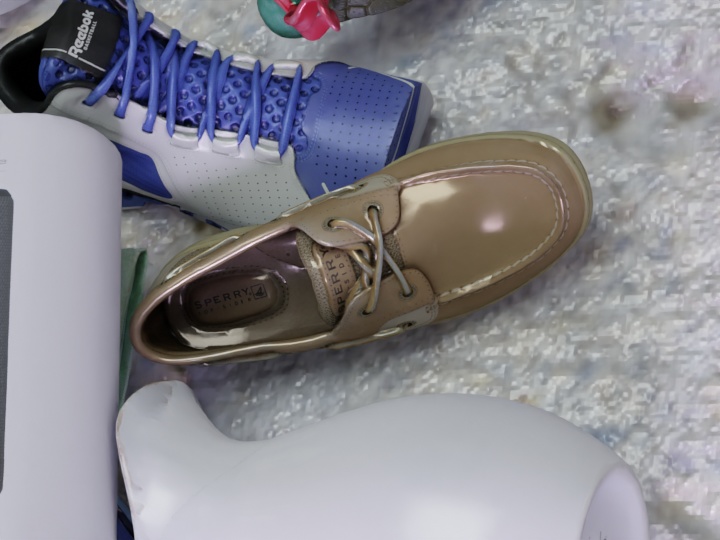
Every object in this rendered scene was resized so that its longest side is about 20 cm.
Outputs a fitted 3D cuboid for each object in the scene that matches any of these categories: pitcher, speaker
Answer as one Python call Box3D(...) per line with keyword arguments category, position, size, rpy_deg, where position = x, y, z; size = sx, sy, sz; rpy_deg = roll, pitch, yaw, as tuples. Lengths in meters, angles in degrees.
Box3D(category="pitcher", position=(0.003, 0.131, 1.136), size=(0.199, 0.121, 0.172), rpy_deg=(2, 88, 26))
Box3D(category="speaker", position=(-0.135, 0.039, 1.184), size=(0.081, 0.081, 0.201), rpy_deg=(-12, 59, 18))

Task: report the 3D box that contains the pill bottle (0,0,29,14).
Box3D(category="pill bottle", position=(-0.220, -0.217, 1.403), size=(0.114, 0.114, 0.200), rpy_deg=(-44, 56, -2))

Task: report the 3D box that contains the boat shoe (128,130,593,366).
Box3D(category="boat shoe", position=(0.000, 0.000, 1.212), size=(0.200, 0.065, 0.071), rpy_deg=(-21, 97, 21))

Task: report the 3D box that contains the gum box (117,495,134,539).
Box3D(category="gum box", position=(-0.194, 0.142, 1.252), size=(0.200, 0.045, 0.170), rpy_deg=(-42, 55, 0))

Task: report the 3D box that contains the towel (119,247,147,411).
Box3D(category="towel", position=(-0.194, 0.062, 1.253), size=(0.199, 0.023, 0.153), rpy_deg=(-3, 62, 22))

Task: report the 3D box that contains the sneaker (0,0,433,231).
Box3D(category="sneaker", position=(-0.080, -0.069, 1.266), size=(0.199, 0.115, 0.081), rpy_deg=(6, 69, 26))

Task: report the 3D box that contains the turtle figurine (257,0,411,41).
Box3D(category="turtle figurine", position=(0.008, -0.164, 1.282), size=(0.200, 0.150, 0.101), rpy_deg=(-36, 92, -2))
